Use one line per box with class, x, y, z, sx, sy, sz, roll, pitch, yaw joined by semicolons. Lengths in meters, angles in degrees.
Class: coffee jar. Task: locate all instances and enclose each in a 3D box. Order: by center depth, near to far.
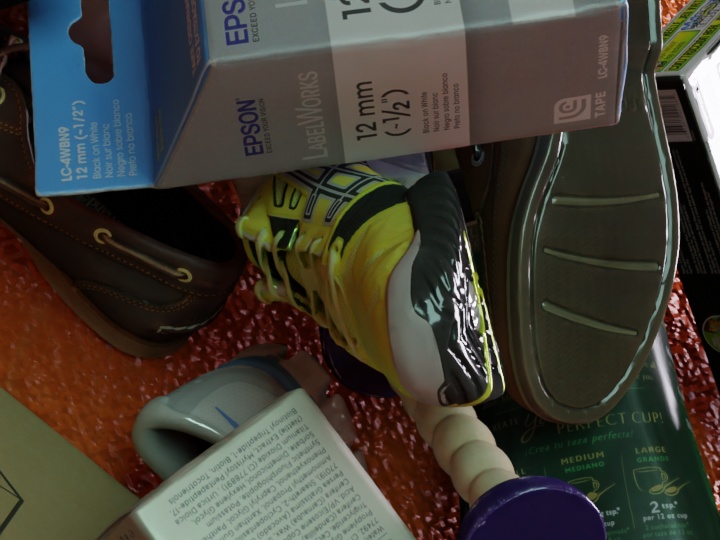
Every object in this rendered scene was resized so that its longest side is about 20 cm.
coffee jar;0.081;0.048;0.822;0.103;0.085;0.202;-10;65;6

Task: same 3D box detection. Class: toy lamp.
toy lamp;0.028;0.047;0.738;0.058;0.059;0.200;11;23;-24

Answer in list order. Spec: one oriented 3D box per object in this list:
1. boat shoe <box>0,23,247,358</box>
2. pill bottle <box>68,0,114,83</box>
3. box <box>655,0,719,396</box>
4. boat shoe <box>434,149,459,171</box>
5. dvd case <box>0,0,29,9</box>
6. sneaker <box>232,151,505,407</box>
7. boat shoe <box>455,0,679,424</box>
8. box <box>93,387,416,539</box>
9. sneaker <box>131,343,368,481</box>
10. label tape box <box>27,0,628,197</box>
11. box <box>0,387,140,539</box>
boat shoe;-0.125;-0.054;0.783;0.200;0.070;0.071;39;53;-4
pill bottle;-0.086;-0.185;0.848;0.110;0.111;0.202;2;63;-28
box;0.177;-0.021;0.892;0.110;0.035;0.201;-43;122;-39
boat shoe;0.033;-0.094;0.894;0.200;0.066;0.074;44;52;-2
dvd case;-0.200;-0.137;0.738;0.198;0.018;0.144;-16;70;9
sneaker;0.000;0.000;0.709;0.076;0.200;0.076;-15;109;-2
boat shoe;0.074;-0.042;0.783;0.071;0.068;0.202;11;79;-31
box;0.002;0.144;0.657;0.082;0.068;0.201;-33;85;-35
sneaker;-0.019;0.122;0.735;0.086;0.075;0.201;-12;62;-50
label tape box;-0.020;-0.110;0.705;0.198;0.066;0.144;-7;55;-2
box;-0.165;0.053;0.675;0.200;0.021;0.164;40;15;-5
